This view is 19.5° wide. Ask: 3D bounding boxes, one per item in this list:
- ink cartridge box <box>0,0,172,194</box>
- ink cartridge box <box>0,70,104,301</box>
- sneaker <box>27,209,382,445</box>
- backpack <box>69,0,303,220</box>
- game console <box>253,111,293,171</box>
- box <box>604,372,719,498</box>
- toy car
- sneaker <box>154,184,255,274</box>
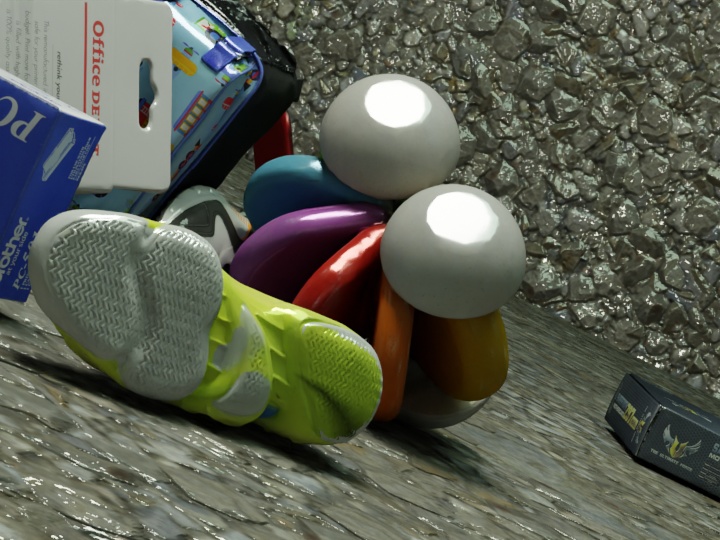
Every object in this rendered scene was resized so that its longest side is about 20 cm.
[{"bbox_3d":[-0.199,-0.102,1.150,0.066,0.117,0.199,-2,-5,44],"label":"ink cartridge box"},{"bbox_3d":[-0.226,-0.071,1.007,0.199,0.095,0.044,28,5,24],"label":"ink cartridge box"},{"bbox_3d":[-0.087,0.028,0.985,0.199,0.076,0.105,32,-11,-34],"label":"sneaker"},{"bbox_3d":[-0.163,-0.124,1.283,0.200,0.183,0.134,45,9,10],"label":"backpack"},{"bbox_3d":[-0.043,-0.085,2.104,0.171,0.119,0.200,24,5,-16],"label":"game console"},{"bbox_3d":[0.307,0.159,1.723,0.199,0.051,0.158,26,6,-5],"label":"box"},{"bbox_3d":[0.000,0.000,1.225,0.149,0.176,0.201,-17,57,-17],"label":"toy car"},{"bbox_3d":[-0.075,0.000,1.290,0.080,0.074,0.200,40,14,18],"label":"sneaker"}]
